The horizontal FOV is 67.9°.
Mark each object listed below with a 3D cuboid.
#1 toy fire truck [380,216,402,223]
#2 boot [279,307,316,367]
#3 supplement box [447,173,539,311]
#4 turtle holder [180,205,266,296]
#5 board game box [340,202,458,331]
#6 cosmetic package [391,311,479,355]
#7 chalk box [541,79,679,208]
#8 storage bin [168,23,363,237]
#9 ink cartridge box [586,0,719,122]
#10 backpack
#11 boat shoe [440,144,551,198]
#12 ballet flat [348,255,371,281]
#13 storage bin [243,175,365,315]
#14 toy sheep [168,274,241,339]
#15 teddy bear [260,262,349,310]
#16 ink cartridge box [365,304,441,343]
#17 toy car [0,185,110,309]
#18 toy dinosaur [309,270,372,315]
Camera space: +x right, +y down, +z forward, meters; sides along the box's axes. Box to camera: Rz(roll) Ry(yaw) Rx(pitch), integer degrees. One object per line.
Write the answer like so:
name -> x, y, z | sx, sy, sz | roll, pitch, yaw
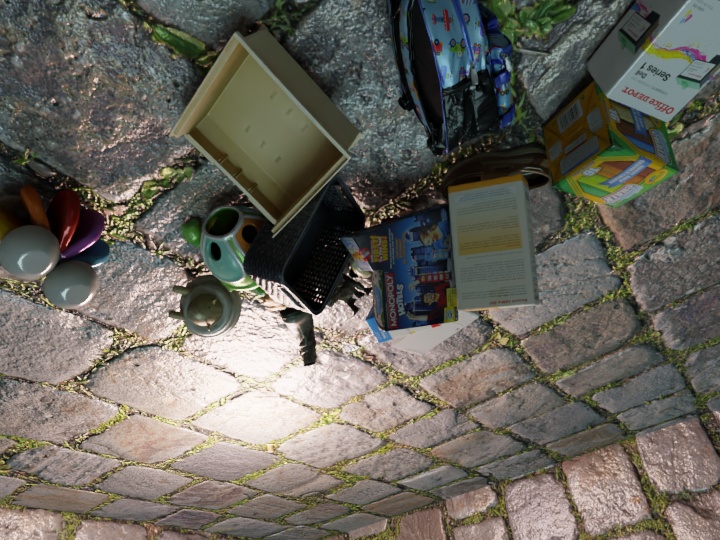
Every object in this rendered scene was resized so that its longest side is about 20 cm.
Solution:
toy fire truck -> 0.078, -0.011, 1.051 | 0.125, 0.182, 0.199 | -2, -177, -22
boot -> -0.118, 0.140, 1.135 | 0.066, 0.135, 0.200 | -13, 176, -1
supplement box -> 0.216, -0.041, 0.871 | 0.123, 0.207, 0.073 | -6, 175, 26
turtle holder -> -0.220, -0.055, 0.941 | 0.141, 0.185, 0.133 | -42, 142, -8
board game box -> 0.066, -0.008, 0.904 | 0.194, 0.207, 0.061 | -4, -177, -23
cosmetic package -> 0.167, 0.113, 1.261 | 0.111, 0.083, 0.200 | 17, 135, -33
chalk box -> 0.415, -0.192, 0.867 | 0.195, 0.128, 0.125 | 11, 153, -23
storage bin -> -0.132, -0.184, 0.742 | 0.200, 0.095, 0.197 | 43, 124, -13
ink cartridge box -> 0.446, -0.327, 0.751 | 0.141, 0.086, 0.201 | 10, 139, -23
backpack -> 0.108, -0.282, 0.676 | 0.131, 0.185, 0.203 | -20, 131, 2
boat shoe -> 0.237, -0.160, 0.932 | 0.194, 0.073, 0.076 | -15, 143, 8
ballet flat -> 0.000, 0.000, 1.009 | 0.056, 0.068, 0.200 | -32, 176, 2
storage bin -> -0.088, -0.048, 0.892 | 0.092, 0.204, 0.136 | 14, 157, 34
toy sheep -> -0.301, 0.071, 1.071 | 0.133, 0.143, 0.200 | -8, -174, -1
teddy bear -> -0.115, 0.007, 1.093 | 0.197, 0.068, 0.144 | -32, 147, 18
ink cartridge box -> 0.119, 0.073, 1.133 | 0.196, 0.117, 0.068 | -20, 112, 32
toy car -> -0.495, -0.053, 0.876 | 0.150, 0.174, 0.202 | -44, 143, -13
toy dinosaur -> -0.040, 0.031, 1.032 | 0.101, 0.200, 0.078 | 38, 92, -10
